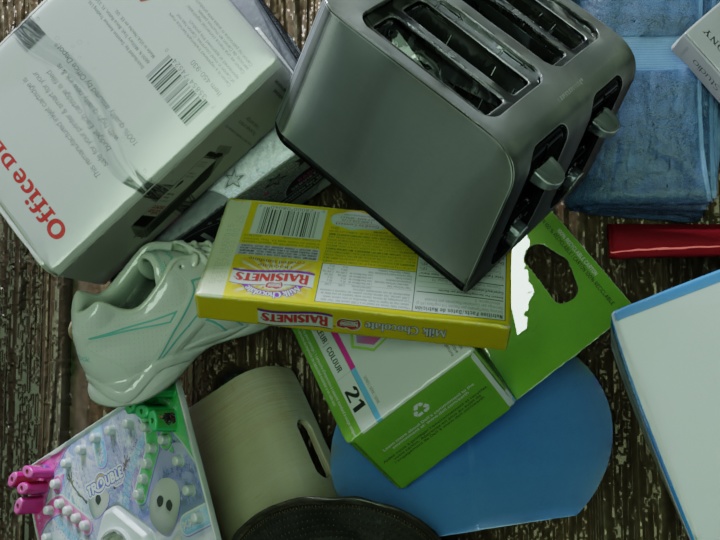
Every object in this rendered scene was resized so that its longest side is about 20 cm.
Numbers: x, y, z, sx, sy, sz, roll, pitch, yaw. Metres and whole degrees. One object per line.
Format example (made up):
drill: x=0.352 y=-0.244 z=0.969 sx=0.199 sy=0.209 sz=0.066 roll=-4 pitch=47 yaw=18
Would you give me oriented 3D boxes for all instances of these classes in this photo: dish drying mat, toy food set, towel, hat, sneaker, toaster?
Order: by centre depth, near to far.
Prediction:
hat: x=-0.019 y=0.249 z=0.714 sx=0.198 sy=0.081 sz=0.204 roll=5 pitch=110 yaw=13
toaster: x=0.059 y=-0.114 z=0.721 sx=0.199 sy=0.180 sz=0.119 roll=40 pitch=135 yaw=13
dish drying mat: x=0.270 y=-0.020 z=0.765 sx=0.197 sy=0.077 sz=0.018 roll=1 pitch=99 yaw=12
sneaker: x=-0.109 y=0.011 z=0.770 sx=0.199 sy=0.081 sz=0.070 roll=-34 pitch=35 yaw=-29
towel: x=0.204 y=-0.139 z=0.805 sx=0.110 sy=0.049 sz=0.203 roll=2 pitch=84 yaw=13
toy food set: x=-0.108 y=0.181 z=0.823 sx=0.199 sy=0.060 sz=0.145 roll=-34 pitch=61 yaw=12

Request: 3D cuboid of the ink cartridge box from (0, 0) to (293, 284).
ink cartridge box: x=-0.158 y=-0.111 z=0.742 sx=0.200 sy=0.083 sz=0.147 roll=-41 pitch=78 yaw=5

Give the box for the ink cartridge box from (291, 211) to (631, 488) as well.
ink cartridge box: x=0.062 y=0.026 z=0.769 sx=0.199 sy=0.076 sz=0.148 roll=-38 pitch=42 yaw=6

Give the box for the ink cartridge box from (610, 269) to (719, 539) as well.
ink cartridge box: x=0.247 y=0.077 z=0.694 sx=0.146 sy=0.200 sz=0.146 roll=-22 pitch=78 yaw=9

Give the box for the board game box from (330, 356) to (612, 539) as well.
board game box: x=0.078 y=0.125 z=0.786 sx=0.197 sy=0.039 sz=0.159 roll=-11 pitch=43 yaw=9

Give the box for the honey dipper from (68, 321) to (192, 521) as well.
honey dipper: x=-0.164 y=0.108 z=0.825 sx=0.038 sy=0.038 sz=0.201 roll=-40 pitch=56 yaw=5

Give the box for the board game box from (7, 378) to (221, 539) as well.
board game box: x=-0.174 y=0.204 z=0.787 sx=0.199 sy=0.026 sz=0.202 roll=-32 pitch=66 yaw=35

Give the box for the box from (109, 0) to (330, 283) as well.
box: x=-0.116 y=-0.088 z=0.832 sx=0.199 sy=0.115 sz=0.133 roll=-34 pitch=78 yaw=7

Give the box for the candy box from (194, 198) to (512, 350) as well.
candy box: x=0.000 y=0.000 z=0.728 sx=0.197 sy=0.027 sz=0.103 roll=6 pitch=43 yaw=4

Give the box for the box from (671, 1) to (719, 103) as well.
box: x=0.334 y=-0.165 z=0.762 sx=0.199 sy=0.036 sz=0.145 roll=-40 pitch=84 yaw=-5
